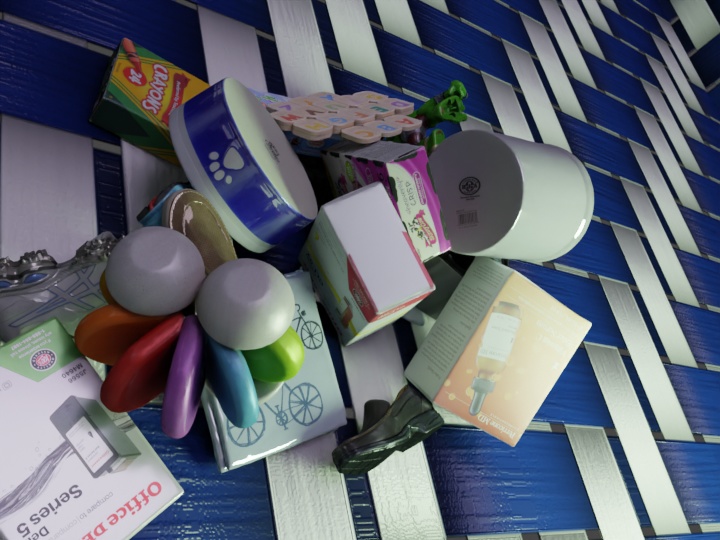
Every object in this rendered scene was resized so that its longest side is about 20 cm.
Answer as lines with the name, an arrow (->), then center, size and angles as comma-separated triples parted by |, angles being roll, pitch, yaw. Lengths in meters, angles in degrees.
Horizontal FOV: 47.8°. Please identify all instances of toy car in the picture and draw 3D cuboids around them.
toy car -> -0.153, 0.071, 0.715 | 0.199, 0.175, 0.150 | 19, 55, 3

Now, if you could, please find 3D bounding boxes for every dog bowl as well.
dog bowl -> -0.136, -0.126, 0.972 | 0.200, 0.079, 0.200 | 56, 13, -20

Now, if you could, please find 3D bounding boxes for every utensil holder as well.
utensil holder -> 0.194, -0.099, 1.089 | 0.200, 0.170, 0.171 | 2, 58, -52

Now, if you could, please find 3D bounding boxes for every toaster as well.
toaster -> 0.136, -0.024, 1.216 | 0.181, 0.118, 0.201 | 33, 41, -31

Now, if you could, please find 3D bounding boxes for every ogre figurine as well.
ogre figurine -> 0.081, -0.188, 1.171 | 0.098, 0.120, 0.201 | 25, 63, -39

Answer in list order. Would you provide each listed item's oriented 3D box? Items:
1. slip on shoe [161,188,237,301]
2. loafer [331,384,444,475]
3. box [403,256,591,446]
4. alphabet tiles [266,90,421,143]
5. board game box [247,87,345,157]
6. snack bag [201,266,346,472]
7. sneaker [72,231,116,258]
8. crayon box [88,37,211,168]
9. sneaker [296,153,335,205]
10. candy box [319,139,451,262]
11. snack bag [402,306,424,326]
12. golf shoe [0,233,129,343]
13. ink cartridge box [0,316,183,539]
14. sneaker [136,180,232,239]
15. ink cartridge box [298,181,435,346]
slip on shoe -> -0.148, 0.007, 0.847 | 0.076, 0.060, 0.201 | -10, 83, -45
loafer -> 0.024, 0.195, 1.003 | 0.072, 0.073, 0.200 | 54, 29, 17
box -> 0.184, 0.107, 1.103 | 0.152, 0.201, 0.106 | 30, 2, -23
alphabet tiles -> -0.024, -0.215, 1.107 | 0.195, 0.015, 0.200 | 27, 36, 37
board game box -> -0.076, -0.212, 1.205 | 0.199, 0.037, 0.151 | 2, 32, -42
snack bag -> -0.107, 0.106, 0.927 | 0.188, 0.021, 0.201 | -12, 86, -46
sneaker -> -0.215, 0.023, 0.891 | 0.199, 0.088, 0.074 | 28, 42, -28
crayon box -> -0.243, -0.206, 1.074 | 0.199, 0.051, 0.127 | 26, 44, -28
sneaker -> -0.080, -0.132, 1.162 | 0.199, 0.073, 0.082 | 16, 26, -23
candy box -> 0.028, -0.095, 1.047 | 0.061, 0.200, 0.137 | -24, 111, -18
snack bag -> 0.025, -0.023, 1.210 | 0.199, 0.021, 0.189 | 29, 43, -25
golf shoe -> -0.265, 0.021, 0.803 | 0.078, 0.199, 0.098 | -130, -151, -76
ink cartridge box -> -0.275, 0.166, 0.705 | 0.200, 0.084, 0.145 | 52, 49, 2
sneaker -> -0.190, -0.054, 0.963 | 0.096, 0.079, 0.200 | 51, 19, -4
ink cartridge box -> 0.000, 0.000, 1.015 | 0.083, 0.200, 0.146 | -25, 81, -18
